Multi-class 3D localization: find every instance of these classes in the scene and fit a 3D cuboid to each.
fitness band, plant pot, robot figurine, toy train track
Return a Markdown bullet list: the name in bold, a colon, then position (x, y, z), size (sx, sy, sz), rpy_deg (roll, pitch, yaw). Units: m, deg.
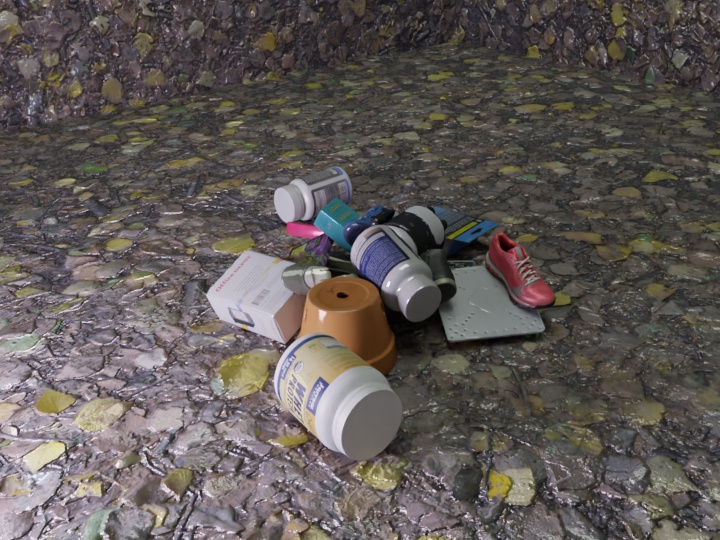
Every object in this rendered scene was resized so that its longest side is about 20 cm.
- **fitness band**: position (-0.089, -0.102, 1.942), size (0.197, 0.038, 0.143), rpy_deg (8, 9, 26)
- **plant pot**: position (-0.030, 0.106, 1.468), size (0.196, 0.142, 0.201), rpy_deg (-2, 28, 1)
- **robot figurine**: position (0.105, -0.063, 1.692), size (0.149, 0.127, 0.199), rpy_deg (14, 35, 37)
- **toy train track**: position (-0.189, -0.003, 1.745), size (0.198, 0.033, 0.114), rpy_deg (-18, -2, 44)

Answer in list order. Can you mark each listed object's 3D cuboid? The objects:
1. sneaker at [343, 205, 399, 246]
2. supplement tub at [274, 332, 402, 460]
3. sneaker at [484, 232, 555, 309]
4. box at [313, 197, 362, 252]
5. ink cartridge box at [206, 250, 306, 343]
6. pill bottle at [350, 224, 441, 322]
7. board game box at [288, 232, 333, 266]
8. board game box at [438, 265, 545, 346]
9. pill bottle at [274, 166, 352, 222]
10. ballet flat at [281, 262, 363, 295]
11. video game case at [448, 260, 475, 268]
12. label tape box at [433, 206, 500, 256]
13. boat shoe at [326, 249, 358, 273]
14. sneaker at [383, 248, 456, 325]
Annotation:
- **sneaker**: position (0.028, -0.101, 1.771), size (0.198, 0.074, 0.083), rpy_deg (-4, 55, -46)
- **supplement tub**: position (-0.037, 0.205, 1.271), size (0.143, 0.147, 0.199), rpy_deg (-20, 31, -30)
- **sneaker**: position (0.321, -0.001, 1.578), size (0.073, 0.088, 0.201), rpy_deg (-22, 47, -21)
- **box**: position (-0.007, -0.081, 1.824), size (0.199, 0.049, 0.082), rpy_deg (38, 39, 8)
- **ink cartridge box**: position (-0.194, 0.050, 1.603), size (0.198, 0.086, 0.148), rpy_deg (14, 50, 37)
- **pill bottle**: position (0.071, 0.008, 1.504), size (0.109, 0.112, 0.200), rpy_deg (-15, 41, -24)
- **board game box**: position (-0.126, -0.018, 1.787), size (0.119, 0.032, 0.201), rpy_deg (-30, 20, 21)
- **board game box**: position (0.253, 0.068, 1.588), size (0.196, 0.026, 0.202), rpy_deg (-5, 43, -5)
- **pill bottle**: position (-0.128, -0.203, 2.106), size (0.198, 0.116, 0.113), rpy_deg (-22, 33, -34)
- **ballet flat**: position (-0.062, 0.018, 1.538), size (0.197, 0.069, 0.063), rpy_deg (11, -24, -35)
- **video game case**: position (0.162, 0.028, 1.732), size (0.196, 0.024, 0.183), rpy_deg (-1, 28, 6)
- **label tape box**: position (0.221, -0.088, 1.904), size (0.198, 0.064, 0.143), rpy_deg (20, 35, 38)
- **boat shoe**: position (0.000, 0.000, 1.745), size (0.067, 0.073, 0.199), rpy_deg (-26, 33, -32)
- **sneaker**: position (0.100, 0.036, 1.597), size (0.197, 0.075, 0.107), rpy_deg (-21, 43, 15)
